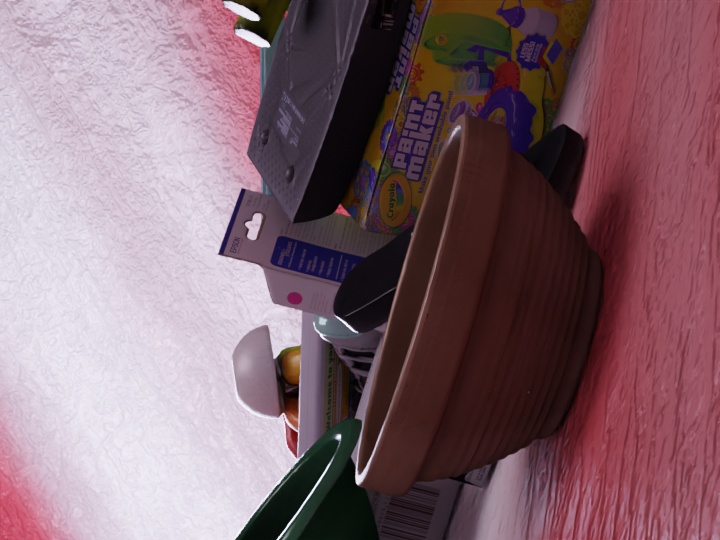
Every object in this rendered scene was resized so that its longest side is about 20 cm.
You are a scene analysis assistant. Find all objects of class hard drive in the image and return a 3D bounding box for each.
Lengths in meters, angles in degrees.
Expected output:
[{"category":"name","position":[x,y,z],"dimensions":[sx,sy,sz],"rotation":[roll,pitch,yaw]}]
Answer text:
[{"category":"hard drive","position":[-0.021,-0.145,1.292],"dimensions":[0.135,0.042,0.200],"rotation":[54,130,57]}]

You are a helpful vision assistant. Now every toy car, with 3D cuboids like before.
[{"category":"toy car","position":[-0.027,0.118,1.722],"dimensions":[0.200,0.175,0.150],"rotation":[179,82,-87]}]

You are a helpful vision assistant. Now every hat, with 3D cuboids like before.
[{"category":"hat","position":[0.005,0.219,1.194],"dimensions":[0.200,0.176,0.166],"rotation":[-44,9,51]}]

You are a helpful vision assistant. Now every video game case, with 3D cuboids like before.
[{"category":"video game case","position":[0.003,0.047,1.547],"dimensions":[0.182,0.022,0.201],"rotation":[-26,-58,-57]}]

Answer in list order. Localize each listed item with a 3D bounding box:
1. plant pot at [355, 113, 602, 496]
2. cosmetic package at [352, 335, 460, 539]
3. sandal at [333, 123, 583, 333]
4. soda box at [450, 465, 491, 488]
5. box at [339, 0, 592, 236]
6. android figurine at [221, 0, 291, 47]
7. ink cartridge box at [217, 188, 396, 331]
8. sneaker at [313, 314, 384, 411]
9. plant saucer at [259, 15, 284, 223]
[{"category":"plant pot","position":[0.067,0.027,0.959],"dimensions":[0.201,0.092,0.201],"rotation":[-164,90,-86]},{"category":"cosmetic package","position":[0.030,0.130,1.326],"dimensions":[0.200,0.074,0.102],"rotation":[-89,15,-74]},{"category":"sandal","position":[0.054,-0.026,1.146],"dimensions":[0.200,0.043,0.076],"rotation":[-35,25,25]},{"category":"soda box","position":[0.066,0.042,1.184],"dimensions":[0.200,0.063,0.071],"rotation":[-77,3,-51]},{"category":"box","position":[0.050,-0.146,1.334],"dimensions":[0.193,0.122,0.200],"rotation":[-128,51,-60]},{"category":"android figurine","position":[-0.041,-0.265,1.339],"dimensions":[0.182,0.041,0.200],"rotation":[75,-141,-77]},{"category":"ink cartridge box","position":[0.000,0.000,1.320],"dimensions":[0.095,0.200,0.037],"rotation":[-77,4,-57]},{"category":"sneaker","position":[0.019,0.088,1.484],"dimensions":[0.200,0.078,0.140],"rotation":[-2,-79,-61]},{"category":"plant saucer","position":[-0.068,-0.129,1.429],"dimensions":[0.070,0.019,0.201],"rotation":[114,155,-74]}]
